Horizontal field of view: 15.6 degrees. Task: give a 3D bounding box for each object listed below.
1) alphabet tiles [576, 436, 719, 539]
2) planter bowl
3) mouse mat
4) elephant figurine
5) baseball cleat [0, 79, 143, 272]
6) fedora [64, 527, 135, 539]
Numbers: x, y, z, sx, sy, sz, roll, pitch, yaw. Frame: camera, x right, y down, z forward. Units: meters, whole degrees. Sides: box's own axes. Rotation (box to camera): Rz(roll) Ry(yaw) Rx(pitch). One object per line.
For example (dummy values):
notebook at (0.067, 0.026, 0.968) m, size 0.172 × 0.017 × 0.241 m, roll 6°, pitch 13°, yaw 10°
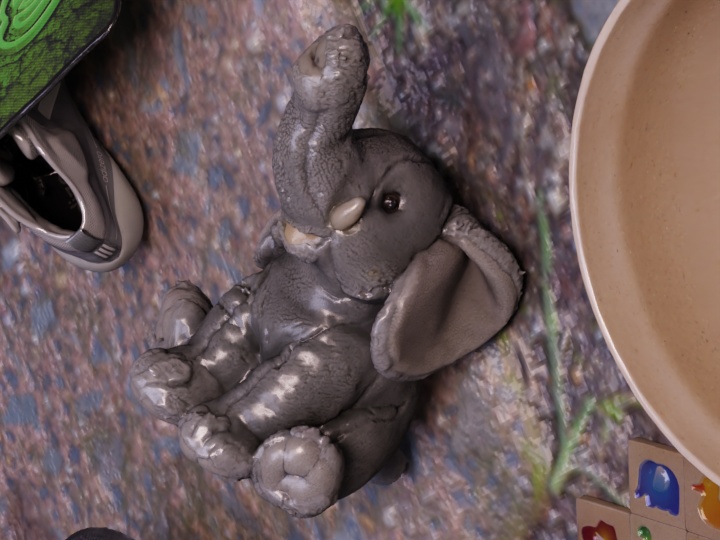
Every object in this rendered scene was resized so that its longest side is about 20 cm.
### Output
alphabet tiles at (0.163, 0.163, 1.095) m, size 0.199 × 0.008 × 0.169 m, roll 14°, pitch 113°, yaw 49°
planter bowl at (0.187, -0.026, 0.898) m, size 0.200 × 0.134 × 0.202 m, roll 19°, pitch 116°, yaw 46°
mouse mat at (-0.188, -0.124, 1.335) m, size 0.200 × 0.008 × 0.162 m, roll -38°, pitch 42°, yaw 29°
elephant figurine at (0.000, 0.000, 1.157) m, size 0.141 × 0.155 × 0.201 m, roll 32°, pitch 104°, yaw -2°
baseball cleat at (-0.186, -0.085, 1.369) m, size 0.070 × 0.106 × 0.200 m, roll -46°, pitch 67°, yaw 5°
fedora at (-0.091, 0.222, 1.362) m, size 0.200 × 0.091 × 0.202 m, roll 20°, pitch 117°, yaw 46°
